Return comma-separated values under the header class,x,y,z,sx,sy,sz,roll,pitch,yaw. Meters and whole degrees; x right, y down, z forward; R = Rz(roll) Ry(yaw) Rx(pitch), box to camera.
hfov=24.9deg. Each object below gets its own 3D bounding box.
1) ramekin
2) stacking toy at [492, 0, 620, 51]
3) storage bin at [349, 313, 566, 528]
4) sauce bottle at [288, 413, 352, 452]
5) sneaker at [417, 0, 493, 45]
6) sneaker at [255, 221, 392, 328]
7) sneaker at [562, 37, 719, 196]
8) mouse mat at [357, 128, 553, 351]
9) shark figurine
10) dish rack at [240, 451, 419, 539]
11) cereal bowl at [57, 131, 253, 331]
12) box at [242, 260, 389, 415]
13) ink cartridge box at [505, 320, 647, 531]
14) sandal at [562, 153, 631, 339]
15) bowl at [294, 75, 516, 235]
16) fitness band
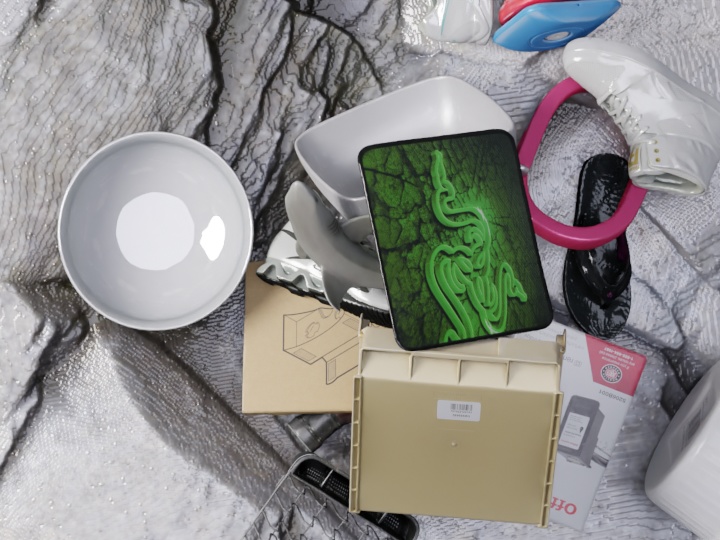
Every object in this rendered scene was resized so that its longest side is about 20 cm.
class,x,y,z,sx,sy,sz,roll,pitch,yaw
ramekin,0.381,0.183,1.695,0.098,0.200,0.201,32,87,1
stacking toy,0.185,-0.339,1.713,0.116,0.110,0.200,-8,81,-22
storage bin,0.092,0.142,1.583,0.200,0.094,0.199,5,122,4
sauce bottle,0.011,0.110,1.709,0.200,0.066,0.066,-39,95,-4
sneaker,0.096,-0.336,1.709,0.080,0.070,0.201,-2,92,-5
sneaker,0.000,0.000,1.646,0.200,0.074,0.089,22,78,13
sneaker,0.287,-0.154,1.690,0.200,0.074,0.116,27,65,-4
mouse mat,0.090,-0.031,1.532,0.161,0.008,0.200,-9,81,-17
shark figurine,0.008,0.005,1.564,0.214,0.128,0.090,23,53,-11
dish rack,-0.054,0.296,1.690,0.153,0.055,0.200,34,95,-13
cereal bowl,-0.208,-0.040,1.667,0.200,0.083,0.200,0,92,-7
box,-0.022,0.066,1.680,0.200,0.021,0.164,-2,75,7
ink cartridge box,0.195,0.158,1.721,0.145,0.083,0.200,20,89,-6
sandal,0.258,-0.026,1.744,0.075,0.048,0.201,1,90,-8
bowl,0.051,-0.110,1.655,0.200,0.200,0.075,-25,122,-9
fitness band,0.239,-0.118,1.723,0.143,0.037,0.200,26,69,0
